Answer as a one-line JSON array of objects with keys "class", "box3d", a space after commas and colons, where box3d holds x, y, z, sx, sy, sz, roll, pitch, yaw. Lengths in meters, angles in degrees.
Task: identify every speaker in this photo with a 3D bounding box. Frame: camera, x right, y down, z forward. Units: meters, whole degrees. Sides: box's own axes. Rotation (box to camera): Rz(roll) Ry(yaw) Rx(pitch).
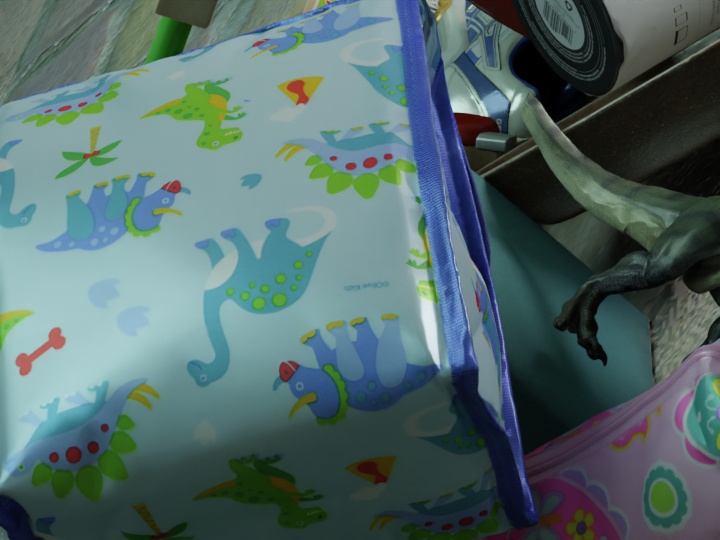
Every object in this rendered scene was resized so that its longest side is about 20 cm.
[{"class": "speaker", "box3d": [0.162, -0.154, 1.242, 0.199, 0.082, 0.081, -31, 13, -19]}]

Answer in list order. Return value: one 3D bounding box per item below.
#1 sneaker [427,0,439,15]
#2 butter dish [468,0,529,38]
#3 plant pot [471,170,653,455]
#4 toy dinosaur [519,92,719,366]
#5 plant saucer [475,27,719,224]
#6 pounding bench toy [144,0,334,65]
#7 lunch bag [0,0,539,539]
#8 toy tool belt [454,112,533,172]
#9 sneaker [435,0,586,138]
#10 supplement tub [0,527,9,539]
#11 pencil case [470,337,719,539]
[{"class": "sneaker", "box3d": [0.037, -0.149, 1.627, 0.129, 0.079, 0.200, -28, 25, 48]}, {"class": "butter dish", "box3d": [0.117, -0.157, 1.345, 0.199, 0.199, 0.149, -30, 46, 43]}, {"class": "plant pot", "box3d": [-0.003, 0.026, 1.135, 0.141, 0.200, 0.142, -39, 19, 21]}, {"class": "toy dinosaur", "box3d": [0.123, 0.002, 1.079, 0.199, 0.047, 0.088, 22, 75, 35]}, {"class": "plant saucer", "box3d": [0.132, -0.069, 1.220, 0.200, 0.037, 0.200, -31, 2, 1]}, {"class": "pounding bench toy", "box3d": [-0.068, -0.060, 1.474, 0.156, 0.200, 0.125, -35, 21, 30]}, {"class": "lunch bag", "box3d": [-0.042, 0.003, 0.990, 0.169, 0.128, 0.201, -15, 55, 6]}, {"class": "toy tool belt", "box3d": [0.000, 0.000, 1.304, 0.124, 0.124, 0.200, 9, 13, 28]}, {"class": "sneaker", "box3d": [0.080, -0.101, 1.468, 0.088, 0.076, 0.200, -11, 30, 24]}, {"class": "supplement tub", "box3d": [-0.103, 0.080, 1.379, 0.200, 0.123, 0.123, -40, 18, 17]}, {"class": "pencil case", "box3d": [0.080, 0.090, 0.997, 0.200, 0.087, 0.088, -31, 23, 38]}]
